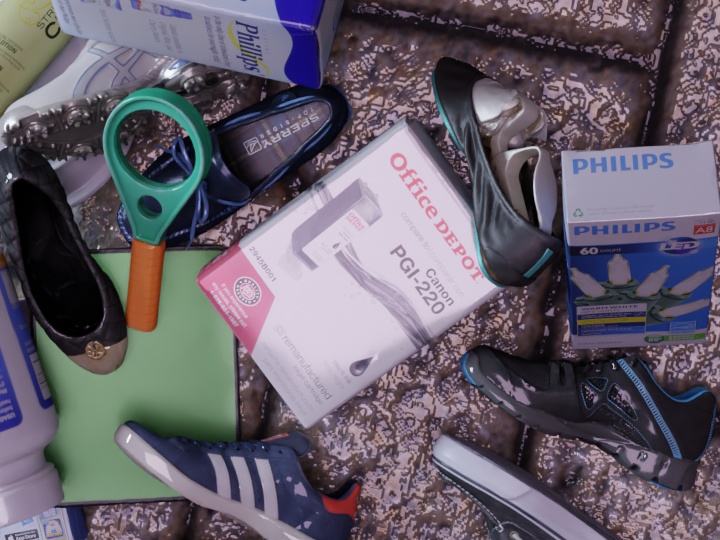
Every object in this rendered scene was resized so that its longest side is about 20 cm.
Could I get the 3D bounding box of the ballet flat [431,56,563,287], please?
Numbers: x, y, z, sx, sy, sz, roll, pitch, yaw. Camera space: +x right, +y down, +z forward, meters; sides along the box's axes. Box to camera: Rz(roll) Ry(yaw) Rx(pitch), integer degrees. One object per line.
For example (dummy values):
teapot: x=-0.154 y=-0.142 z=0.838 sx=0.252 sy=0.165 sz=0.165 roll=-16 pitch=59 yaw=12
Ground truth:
ballet flat: x=0.107 y=-0.082 z=1.224 sx=0.068 sy=0.068 sz=0.201 roll=-33 pitch=57 yaw=33

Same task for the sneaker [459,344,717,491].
sneaker: x=0.171 y=0.091 z=1.276 sx=0.199 sy=0.073 sz=0.082 roll=23 pitch=95 yaw=-7

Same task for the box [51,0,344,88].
box: x=-0.103 y=-0.249 z=1.211 sx=0.199 sy=0.105 sz=0.185 roll=13 pitch=72 yaw=4

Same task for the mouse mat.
mouse mat: x=-0.173 y=0.082 z=1.318 sx=0.160 sy=0.008 sz=0.201 roll=-2 pitch=93 yaw=-8

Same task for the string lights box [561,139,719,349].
string lights box: x=0.195 y=-0.014 z=1.194 sx=0.102 sy=0.200 sz=0.059 roll=-4 pitch=63 yaw=7

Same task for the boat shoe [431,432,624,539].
boat shoe: x=0.129 y=0.201 z=1.287 sx=0.200 sy=0.072 sz=0.071 roll=35 pitch=95 yaw=-1

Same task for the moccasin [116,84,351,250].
moccasin: x=-0.102 y=-0.085 z=1.277 sx=0.200 sy=0.068 sz=0.081 roll=-37 pitch=93 yaw=5

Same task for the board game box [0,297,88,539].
board game box: x=-0.335 y=0.138 z=1.345 sx=0.199 sy=0.043 sz=0.200 roll=-11 pitch=96 yaw=7

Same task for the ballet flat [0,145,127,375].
ballet flat: x=-0.226 y=0.000 z=1.251 sx=0.066 sy=0.057 sz=0.201 roll=-21 pitch=120 yaw=1

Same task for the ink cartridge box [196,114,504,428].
ink cartridge box: x=0.000 y=0.000 z=1.271 sx=0.200 sy=0.085 sz=0.146 roll=-36 pitch=95 yaw=7

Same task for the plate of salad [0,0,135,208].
plate of salad: x=-0.268 y=-0.134 z=1.300 sx=0.199 sy=0.048 sz=0.201 roll=1 pitch=82 yaw=-10

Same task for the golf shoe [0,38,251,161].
golf shoe: x=-0.183 y=-0.149 z=1.268 sx=0.199 sy=0.078 sz=0.097 roll=-21 pitch=69 yaw=-18

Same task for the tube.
tube: x=-0.239 y=-0.191 z=1.266 sx=0.200 sy=0.052 sz=0.058 roll=-55 pitch=132 yaw=-16

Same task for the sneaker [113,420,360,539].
sneaker: x=-0.089 y=0.149 z=1.301 sx=0.200 sy=0.075 sz=0.085 roll=31 pitch=82 yaw=-16

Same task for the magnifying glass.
magnifying glass: x=-0.154 y=-0.041 z=1.250 sx=0.079 sy=0.022 sz=0.201 roll=16 pitch=125 yaw=10

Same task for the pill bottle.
pill bottle: x=-0.289 y=0.089 z=1.257 sx=0.112 sy=0.112 sz=0.201 roll=-17 pitch=94 yaw=8
